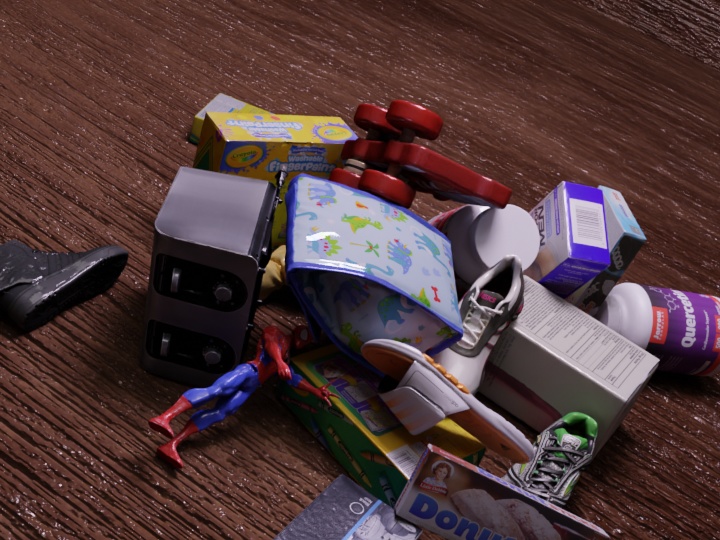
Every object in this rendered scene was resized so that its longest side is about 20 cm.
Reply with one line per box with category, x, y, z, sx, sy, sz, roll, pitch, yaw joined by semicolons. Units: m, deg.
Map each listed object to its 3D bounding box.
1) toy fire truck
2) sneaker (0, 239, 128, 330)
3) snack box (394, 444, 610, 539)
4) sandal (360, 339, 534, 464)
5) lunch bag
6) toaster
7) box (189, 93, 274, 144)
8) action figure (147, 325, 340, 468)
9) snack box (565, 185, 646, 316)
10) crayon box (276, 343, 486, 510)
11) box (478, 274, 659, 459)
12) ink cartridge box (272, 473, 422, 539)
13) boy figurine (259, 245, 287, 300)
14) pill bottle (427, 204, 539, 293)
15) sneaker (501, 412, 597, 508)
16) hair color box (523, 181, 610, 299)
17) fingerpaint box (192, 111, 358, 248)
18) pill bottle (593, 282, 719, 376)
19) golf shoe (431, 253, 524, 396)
toy fire truck;0.067;-0.118;1.193;0.168;0.113;0.200;24;-5;-27
sneaker;-0.352;-0.001;1.072;0.104;0.060;0.200;34;37;13
snack box;0.136;0.241;0.948;0.199;0.072;0.024;27;5;-8
sandal;0.080;0.144;0.983;0.206;0.079;0.059;36;66;-2
lunch bag;0.000;0.000;1.060;0.200;0.127;0.170;35;28;-26
toaster;-0.159;-0.001;1.066;0.118;0.181;0.200;13;33;-4
box;-0.146;-0.200;1.509;0.199;0.049;0.117;20;31;4
action figure;-0.099;0.122;0.972;0.099;0.065;0.200;22;46;31
snack box;0.295;0.001;1.314;0.037;0.200;0.116;18;31;-17
crayon box;0.020;0.159;1.049;0.119;0.058;0.200;-14;46;-44
box;0.233;0.115;1.192;0.200;0.109;0.128;34;34;20
ink cartridge box;-0.033;0.266;0.876;0.099;0.039;0.200;32;34;16
boy figurine;-0.075;-0.017;1.233;0.199;0.065;0.124;-20;18;-26
pill bottle;0.150;-0.030;1.271;0.112;0.113;0.200;12;-7;-14
sneaker;0.194;0.211;1.047;0.078;0.085;0.200;30;33;14
hair color box;0.242;-0.019;1.290;0.065;0.200;0.110;9;62;-16
fingerpaint box;-0.117;-0.114;1.280;0.199;0.167;0.073;-4;40;-34
pill bottle;0.399;0.079;1.341;0.199;0.113;0.113;8;34;-20
golf shoe;0.117;0.064;1.076;0.077;0.088;0.200;26;56;14
